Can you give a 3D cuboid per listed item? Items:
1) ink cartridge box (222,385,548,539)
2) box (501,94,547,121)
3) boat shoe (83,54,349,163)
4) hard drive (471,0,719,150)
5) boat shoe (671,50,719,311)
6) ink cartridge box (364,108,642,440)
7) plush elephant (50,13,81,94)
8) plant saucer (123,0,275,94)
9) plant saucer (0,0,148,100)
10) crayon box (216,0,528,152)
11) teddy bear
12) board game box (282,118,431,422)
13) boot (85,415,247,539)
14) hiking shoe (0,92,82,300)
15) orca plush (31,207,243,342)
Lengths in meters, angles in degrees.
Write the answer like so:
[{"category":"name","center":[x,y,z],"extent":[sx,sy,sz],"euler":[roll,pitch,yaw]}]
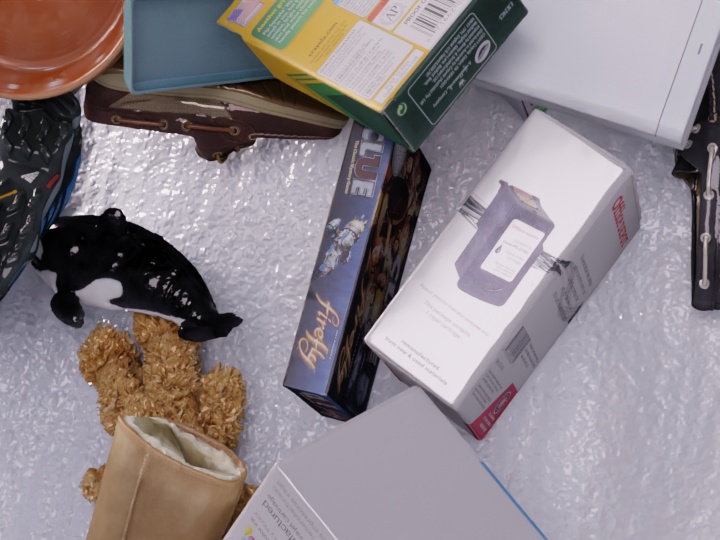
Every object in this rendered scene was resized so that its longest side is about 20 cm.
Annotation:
[{"category":"ink cartridge box","center":[-0.004,0.211,1.365],"extent":[0.147,0.145,0.201],"euler":[49,134,17]},{"category":"box","center":[0.138,-0.244,1.516],"extent":[0.200,0.097,0.177],"euler":[-42,74,-1]},{"category":"boat shoe","center":[-0.109,-0.118,1.541],"extent":[0.198,0.072,0.073],"euler":[8,120,-15]},{"category":"hard drive","center":[0.151,-0.176,1.435],"extent":[0.198,0.027,0.133],"euler":[19,83,17]},{"category":"boat shoe","center":[0.251,-0.070,1.470],"extent":[0.060,0.074,0.202],"euler":[-7,84,4]},{"category":"ink cartridge box","center":[0.104,0.005,1.439],"extent":[0.084,0.145,0.201],"euler":[36,85,16]},{"category":"plush elephant","center":[-0.228,-0.222,1.566],"extent":[0.199,0.164,0.156],"euler":[1,116,43]},{"category":"plant saucer","center":[-0.096,-0.171,1.496],"extent":[0.019,0.199,0.071],"euler":[13,108,42]},{"category":"plant saucer","center":[-0.240,-0.223,1.473],"extent":[0.198,0.032,0.203],"euler":[2,99,13]},{"category":"crayon box","center":[0.006,-0.174,1.427],"extent":[0.126,0.052,0.199],"euler":[-50,44,-7]},{"category":"teddy bear","center":[-0.143,0.117,1.502],"extent":[0.143,0.067,0.202],"euler":[-9,75,11]},{"category":"board game box","center":[0.000,0.000,1.466],"extent":[0.034,0.136,0.202],"euler":[13,80,13]},{"category":"boot","center":[-0.184,0.183,1.447],"extent":[0.174,0.066,0.201],"euler":[23,118,5]},{"category":"hiking shoe","center":[-0.249,-0.034,1.497],"extent":[0.074,0.087,0.201],"euler":[20,67,15]},{"category":"orca plush","center":[-0.177,-0.007,1.500],"extent":[0.105,0.072,0.200],"euler":[-30,41,-20]}]
